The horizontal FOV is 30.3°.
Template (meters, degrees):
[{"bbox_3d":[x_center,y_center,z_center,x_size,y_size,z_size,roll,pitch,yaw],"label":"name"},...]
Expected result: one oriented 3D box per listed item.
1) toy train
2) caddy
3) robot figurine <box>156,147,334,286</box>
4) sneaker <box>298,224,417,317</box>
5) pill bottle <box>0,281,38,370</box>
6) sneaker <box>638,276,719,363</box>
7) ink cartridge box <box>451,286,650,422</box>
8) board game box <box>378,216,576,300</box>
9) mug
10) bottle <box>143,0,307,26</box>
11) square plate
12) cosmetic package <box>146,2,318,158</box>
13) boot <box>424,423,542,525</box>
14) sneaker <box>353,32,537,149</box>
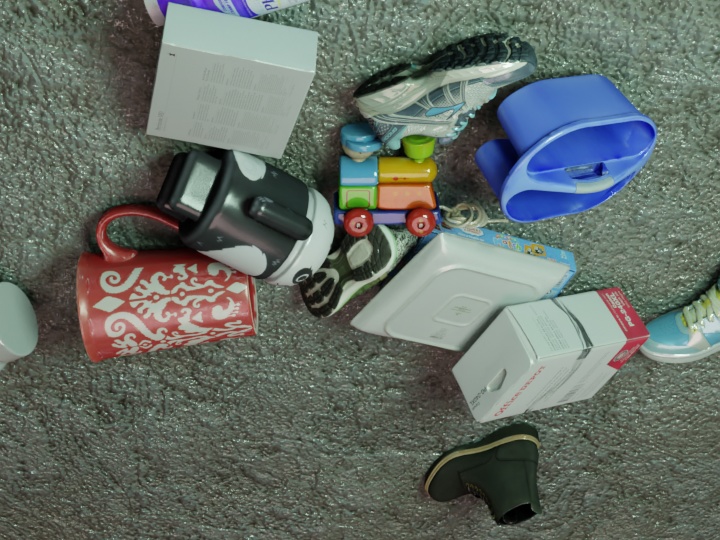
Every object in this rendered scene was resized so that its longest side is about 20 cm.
[{"bbox_3d":[0.069,-0.106,1.479,0.198,0.085,0.117,0,123,-2],"label":"toy train"},{"bbox_3d":[0.219,-0.120,1.393,0.199,0.105,0.142,-11,143,-32],"label":"caddy"},{"bbox_3d":[-0.125,-0.060,1.483,0.199,0.151,0.125,26,118,-25],"label":"robot figurine"},{"bbox_3d":[0.000,0.000,1.593,0.088,0.077,0.200,-10,166,-40],"label":"sneaker"},{"bbox_3d":[-0.507,0.090,1.648,0.199,0.114,0.114,-20,134,19],"label":"pill bottle"},{"bbox_3d":[0.435,0.039,1.634,0.198,0.080,0.131,-15,138,1],"label":"sneaker"},{"bbox_3d":[0.232,0.103,1.633,0.199,0.084,0.145,-7,147,-36],"label":"ink cartridge box"},{"bbox_3d":[0.141,0.013,1.630,0.198,0.037,0.152,14,136,-17],"label":"board game box"},{"bbox_3d":[-0.228,0.020,1.569,0.198,0.134,0.178,-5,139,0],"label":"mug"},{"bbox_3d":[-0.113,-0.286,1.285,0.198,0.066,0.084,-13,134,13],"label":"bottle"},{"bbox_3d":[0.120,0.038,1.582,0.199,0.029,0.198,13,138,-31],"label":"square plate"},{"bbox_3d":[-0.135,-0.188,1.353,0.149,0.052,0.200,8,158,-12],"label":"cosmetic package"},{"bbox_3d":[0.170,0.316,1.881,0.077,0.139,0.200,30,130,-29],"label":"boot"},{"bbox_3d":[0.096,-0.183,1.383,0.199,0.078,0.087,-13,119,27],"label":"sneaker"}]
